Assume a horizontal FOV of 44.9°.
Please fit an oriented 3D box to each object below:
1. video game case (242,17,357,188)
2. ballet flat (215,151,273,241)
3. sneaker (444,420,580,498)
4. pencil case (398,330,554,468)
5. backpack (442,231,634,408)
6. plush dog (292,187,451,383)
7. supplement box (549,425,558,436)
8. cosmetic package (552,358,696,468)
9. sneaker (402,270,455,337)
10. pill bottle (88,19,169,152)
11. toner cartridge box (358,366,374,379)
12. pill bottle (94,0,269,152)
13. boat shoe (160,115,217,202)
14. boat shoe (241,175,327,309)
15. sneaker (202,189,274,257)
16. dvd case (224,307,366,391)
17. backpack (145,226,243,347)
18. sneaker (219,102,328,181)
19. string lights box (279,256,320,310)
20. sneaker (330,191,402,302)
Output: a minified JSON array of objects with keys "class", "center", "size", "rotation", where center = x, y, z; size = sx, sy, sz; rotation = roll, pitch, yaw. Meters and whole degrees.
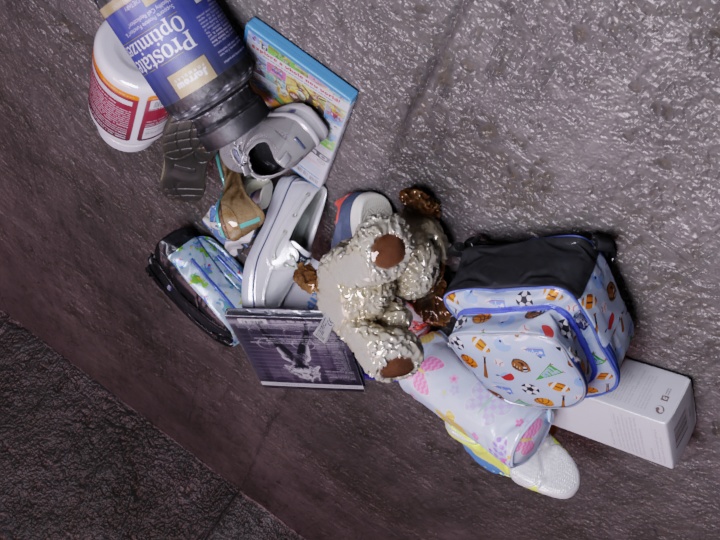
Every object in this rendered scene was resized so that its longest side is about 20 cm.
[{"class":"video game case","center":[-0.083,-0.189,1.022],"size":[0.143,0.018,0.200],"rotation":[37,154,4]},{"class":"ballet flat","center":[-0.150,-0.109,1.130],"size":[0.201,0.072,0.068],"rotation":[-104,-1,-57]},{"class":"sneaker","center":[0.207,0.243,1.160],"size":[0.199,0.076,0.105],"rotation":[32,165,32]},{"class":"pencil case","center":[0.139,0.156,1.075],"size":[0.199,0.091,0.083],"rotation":[34,160,34]},{"class":"backpack","center":[0.200,0.063,0.938],"size":[0.199,0.155,0.190],"rotation":[1,147,46]},{"class":"plush dog","center":[0.033,0.000,0.998],"size":[0.160,0.171,0.202],"rotation":[22,128,45]},{"class":"supplement box","center":[0.205,0.202,1.236],"size":[0.069,0.067,0.200],"rotation":[41,153,-8]},{"class":"cosmetic package","center":[0.289,0.151,1.044],"size":[0.199,0.074,0.102],"rotation":[19,148,37]},{"class":"sneaker","center":[0.080,0.050,1.150],"size":[0.200,0.067,0.108],"rotation":[10,145,48]},{"class":"pill bottle","center":[-0.284,-0.230,1.099],"size":[0.113,0.113,0.200],"rotation":[40,153,-5]},{"class":"toner cartridge box","center":[0.056,0.128,1.213],"size":[0.198,0.044,0.095],"rotation":[4,163,8]},{"class":"pill bottle","center":[-0.185,-0.235,0.941],"size":[0.111,0.112,0.201],"rotation":[-4,124,53]},{"class":"boat shoe","center":[-0.224,-0.174,1.146],"size":[0.075,0.074,0.200],"rotation":[14,143,-16]},{"class":"boat shoe","center":[-0.096,-0.024,1.112],"size":[0.066,0.202,0.073],"rotation":[10,175,29]},{"class":"sneaker","center":[-0.179,-0.076,1.255],"size":[0.077,0.076,0.200],"rotation":[37,153,-10]},{"class":"dvd case","center":[-0.079,0.106,1.135],"size":[0.147,0.016,0.201],"rotation":[1,146,11]},{"class":"backpack","center":[-0.252,0.034,1.475],"size":[0.201,0.153,0.163],"rotation":[57,153,10]},{"class":"sneaker","center":[-0.123,-0.144,1.027],"size":[0.075,0.082,0.199],"rotation":[48,154,-20]},{"class":"string lights box","center":[-0.055,0.062,1.232],"size":[0.059,0.103,0.200],"rotation":[29,170,17]},{"class":"sneaker","center":[0.000,0.000,1.095],"size":[0.084,0.074,0.202],"rotation":[14,106,53]}]
